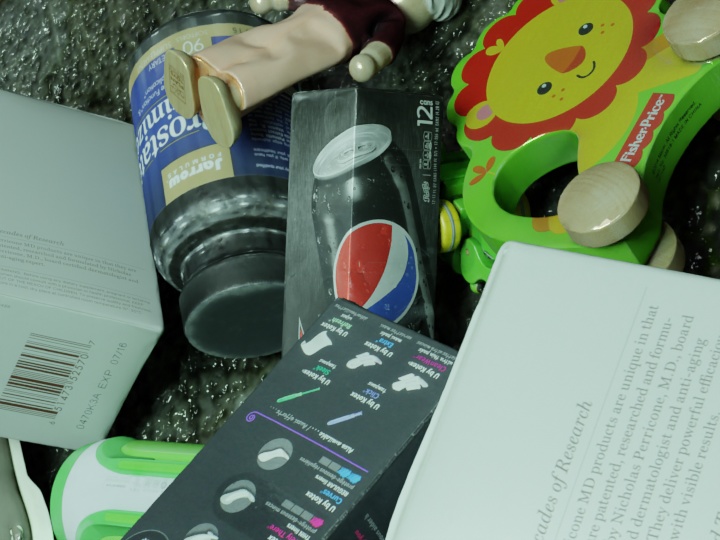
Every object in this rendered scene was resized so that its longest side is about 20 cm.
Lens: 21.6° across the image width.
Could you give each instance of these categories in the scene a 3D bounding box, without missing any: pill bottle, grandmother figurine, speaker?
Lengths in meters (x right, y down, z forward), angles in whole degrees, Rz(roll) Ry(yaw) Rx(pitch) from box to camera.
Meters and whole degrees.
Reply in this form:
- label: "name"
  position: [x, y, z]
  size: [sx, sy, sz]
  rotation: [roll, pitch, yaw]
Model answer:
- label: "pill bottle"
  position: [-0.080, -0.053, 1.169]
  size: [0.111, 0.112, 0.201]
  rotation: [-28, 54, 24]
- label: "grandmother figurine"
  position: [-0.022, -0.143, 1.140]
  size: [0.199, 0.061, 0.121]
  rotation: [-27, 54, -28]
- label: "speaker"
  position: [-0.087, 0.142, 1.102]
  size: [0.199, 0.088, 0.089]
  rotation: [-1, 69, 38]

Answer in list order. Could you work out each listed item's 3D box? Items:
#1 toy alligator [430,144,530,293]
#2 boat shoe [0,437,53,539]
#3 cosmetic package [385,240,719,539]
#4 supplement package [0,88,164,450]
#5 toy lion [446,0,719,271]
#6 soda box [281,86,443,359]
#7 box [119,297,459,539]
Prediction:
- label: "toy alligator"
  position: [0.067, -0.016, 1.081]
  size: [0.200, 0.059, 0.055]
  rotation: [56, 147, 39]
- label: "boat shoe"
  position: [-0.244, 0.142, 1.207]
  size: [0.202, 0.060, 0.073]
  rotation: [-129, 39, -56]
- label: "cosmetic package"
  position: [0.145, 0.110, 0.842]
  size: [0.199, 0.165, 0.166]
  rotation: [10, 63, 27]
- label: "supplement package"
  position: [-0.205, -0.003, 1.194]
  size: [0.117, 0.116, 0.201]
  rotation: [-59, 30, 35]
- label: "toy lion"
  position: [0.120, -0.087, 1.046]
  size: [0.191, 0.069, 0.201]
  rotation: [8, 59, 44]
- label: "soda box"
  position: [0.000, 0.000, 1.060]
  size: [0.071, 0.063, 0.202]
  rotation: [3, 92, 55]
- label: "box"
  position: [-0.018, 0.134, 0.937]
  size: [0.106, 0.123, 0.200]
  rotation: [22, 61, 42]
